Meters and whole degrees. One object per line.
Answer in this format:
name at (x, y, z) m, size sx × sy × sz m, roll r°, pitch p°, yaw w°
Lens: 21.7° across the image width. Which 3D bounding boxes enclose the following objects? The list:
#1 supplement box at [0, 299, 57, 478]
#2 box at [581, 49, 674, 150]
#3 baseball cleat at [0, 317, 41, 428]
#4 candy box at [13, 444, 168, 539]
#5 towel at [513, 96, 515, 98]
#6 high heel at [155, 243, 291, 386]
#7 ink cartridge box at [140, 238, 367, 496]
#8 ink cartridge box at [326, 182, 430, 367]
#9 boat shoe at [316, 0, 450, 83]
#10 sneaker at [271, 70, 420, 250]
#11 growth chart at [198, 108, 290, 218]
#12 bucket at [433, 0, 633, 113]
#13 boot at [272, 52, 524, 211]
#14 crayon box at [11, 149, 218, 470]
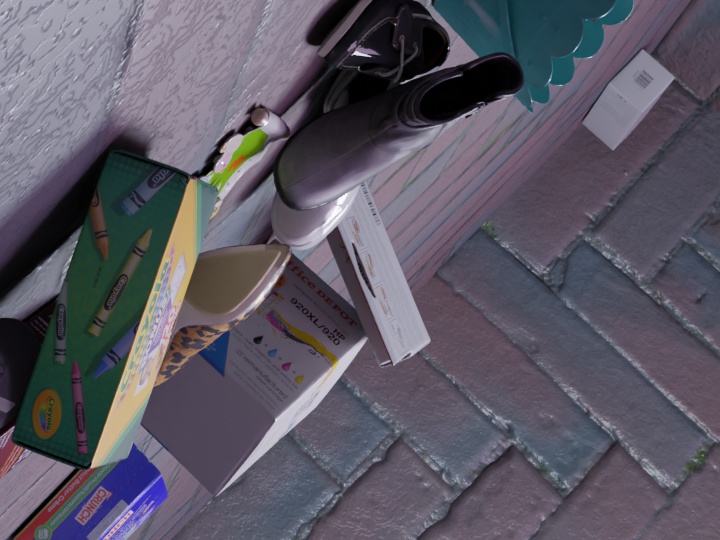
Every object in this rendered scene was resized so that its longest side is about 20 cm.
supplement box at (-0.269, 0.110, 1.335) m, size 0.200 × 0.061 × 0.109 m, roll -42°, pitch 172°, yaw -49°
box at (0.583, -0.371, 4.095) m, size 0.124 × 0.097 × 0.200 m, roll -45°, pitch 173°, yaw -24°
baseball cleat at (-0.253, 0.070, 1.147) m, size 0.200 × 0.070 × 0.107 m, roll -42°, pitch 172°, yaw -48°
candy box at (-0.301, 0.277, 2.114) m, size 0.169 × 0.077 × 0.200 m, roll -45°, pitch 175°, yaw -13°
towel at (0.270, -0.311, 2.617) m, size 0.145 × 0.024 × 0.200 m, roll -46°, pitch 174°, yaw -4°
high heel at (-0.139, 0.037, 1.685) m, size 0.200 × 0.072 × 0.143 m, roll -32°, pitch 168°, yaw 3°
ink cartridge box at (-0.115, 0.095, 1.915) m, size 0.200 × 0.147 × 0.145 m, roll -41°, pitch 171°, yaw -49°
ink cartridge box at (0.000, 0.000, 1.890) m, size 0.043 × 0.201 × 0.174 m, roll -22°, pitch -179°, yaw 17°
boat shoe at (0.023, -0.183, 1.491) m, size 0.072 × 0.068 × 0.200 m, roll -48°, pitch 173°, yaw 18°
sneaker at (-0.024, -0.110, 1.641) m, size 0.200 × 0.074 × 0.116 m, roll -58°, pitch 172°, yaw 4°
growth chart at (-0.125, -0.052, 1.512) m, size 0.200 × 0.018 × 0.145 m, roll -51°, pitch 174°, yaw 11°
bucket at (0.174, -0.262, 1.711) m, size 0.207 × 0.135 × 0.207 m, roll -47°, pitch 175°, yaw -6°
boot at (0.027, -0.120, 1.519) m, size 0.200 × 0.070 × 0.132 m, roll -34°, pitch -173°, yaw -18°
crayon box at (-0.160, 0.026, 1.243) m, size 0.119 × 0.058 × 0.201 m, roll 23°, pitch 86°, yaw -85°
